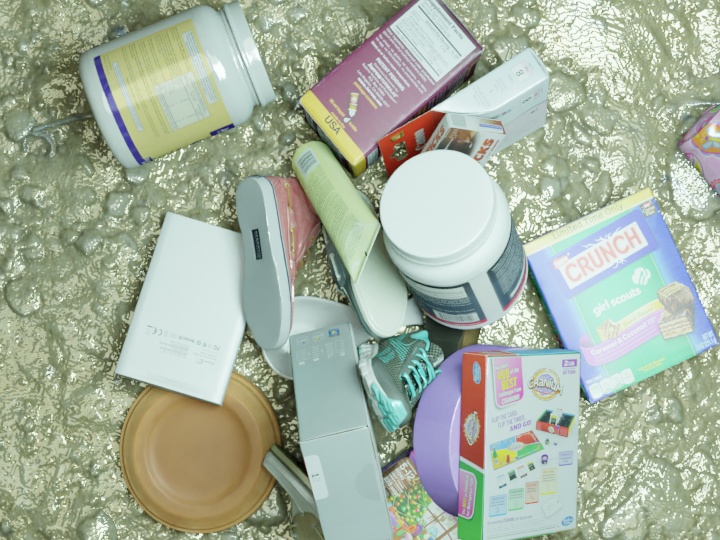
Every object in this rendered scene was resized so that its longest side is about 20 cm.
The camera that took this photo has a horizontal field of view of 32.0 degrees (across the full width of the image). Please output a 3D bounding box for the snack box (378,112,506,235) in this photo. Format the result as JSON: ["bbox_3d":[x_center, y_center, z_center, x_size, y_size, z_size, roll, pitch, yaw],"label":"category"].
[{"bbox_3d":[0.089,-0.103,1.429,0.071,0.201,0.025,4,54,-24],"label":"snack box"}]

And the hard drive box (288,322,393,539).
[{"bbox_3d":[-0.023,0.181,1.390,0.076,0.201,0.158,-12,120,0],"label":"hard drive box"}]

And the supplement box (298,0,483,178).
[{"bbox_3d":[0.034,-0.215,1.462,0.200,0.131,0.103,-41,87,-2],"label":"supplement box"}]

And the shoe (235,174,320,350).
[{"bbox_3d":[-0.088,-0.012,1.468,0.071,0.090,0.203,-6,91,44],"label":"shoe"}]

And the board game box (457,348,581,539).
[{"bbox_3d":[0.176,0.189,1.377,0.152,0.040,0.203,2,90,-38],"label":"board game box"}]

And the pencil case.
[{"bbox_3d":[0.468,-0.106,1.482,0.087,0.087,0.200,-44,89,-1],"label":"pencil case"}]

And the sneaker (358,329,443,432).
[{"bbox_3d":[0.048,0.108,1.364,0.090,0.200,0.078,-23,105,5],"label":"sneaker"}]

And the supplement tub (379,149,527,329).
[{"bbox_3d":[0.103,-0.031,1.376,0.138,0.200,0.142,-6,65,14],"label":"supplement tub"}]

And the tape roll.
[{"bbox_3d":[0.154,0.187,1.426,0.198,0.065,0.203,-1,91,-38],"label":"tape roll"}]

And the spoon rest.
[{"bbox_3d":[-0.022,0.068,1.488,0.197,0.061,0.101,-15,88,-1],"label":"spoon rest"}]

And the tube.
[{"bbox_3d":[-0.025,-0.072,1.400,0.051,0.201,0.058,-28,131,-2],"label":"tube"}]

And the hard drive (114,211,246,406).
[{"bbox_3d":[-0.198,0.045,1.487,0.130,0.026,0.202,16,76,1],"label":"hard drive"}]

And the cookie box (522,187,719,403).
[{"bbox_3d":[0.301,0.029,1.479,0.169,0.075,0.202,-24,87,0],"label":"cookie box"}]

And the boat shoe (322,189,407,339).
[{"bbox_3d":[0.000,0.000,1.454,0.072,0.062,0.202,5,53,-33],"label":"boat shoe"}]

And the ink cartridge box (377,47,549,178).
[{"bbox_3d":[0.123,-0.161,1.444,0.199,0.163,0.057,-35,77,-2],"label":"ink cartridge box"}]

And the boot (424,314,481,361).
[{"bbox_3d":[0.119,0.053,1.490,0.073,0.075,0.202,13,75,29],"label":"boot"}]

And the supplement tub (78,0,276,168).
[{"bbox_3d":[-0.210,-0.219,1.456,0.198,0.145,0.147,-21,88,0],"label":"supplement tub"}]

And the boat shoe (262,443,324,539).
[{"bbox_3d":[-0.052,0.294,1.470,0.068,0.075,0.200,-42,93,0],"label":"boat shoe"}]

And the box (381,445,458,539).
[{"bbox_3d":[0.095,0.309,1.489,0.136,0.039,0.201,-36,88,-2],"label":"box"}]

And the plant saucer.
[{"bbox_3d":[-0.192,0.214,1.495,0.197,0.037,0.203,0,88,0],"label":"plant saucer"}]
